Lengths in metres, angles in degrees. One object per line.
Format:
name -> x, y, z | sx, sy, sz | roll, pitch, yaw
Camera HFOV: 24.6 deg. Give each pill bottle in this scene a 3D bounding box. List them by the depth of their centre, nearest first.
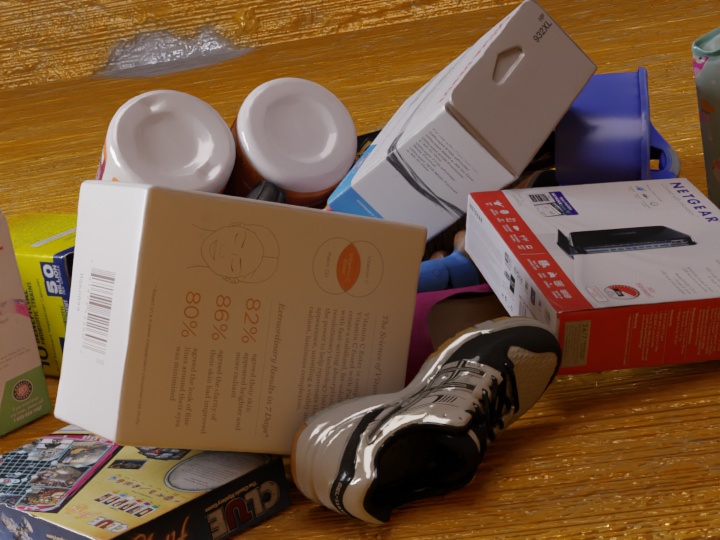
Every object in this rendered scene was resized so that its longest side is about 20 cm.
pill bottle -> -0.186, -0.060, 1.484 | 0.113, 0.115, 0.200 | -18, -22, -27
pill bottle -> -0.083, -0.082, 1.523 | 0.111, 0.113, 0.200 | -18, -18, -27

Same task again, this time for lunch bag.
lunch bag -> 0.378, -0.146, 1.457 | 0.121, 0.172, 0.200 | 2, 23, 33

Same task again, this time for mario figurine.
mario figurine -> 0.000, 0.000, 1.292 | 0.198, 0.124, 0.106 | -13, 40, -29

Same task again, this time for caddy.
caddy -> 0.216, -0.089, 1.386 | 0.104, 0.143, 0.200 | 1, 27, 8

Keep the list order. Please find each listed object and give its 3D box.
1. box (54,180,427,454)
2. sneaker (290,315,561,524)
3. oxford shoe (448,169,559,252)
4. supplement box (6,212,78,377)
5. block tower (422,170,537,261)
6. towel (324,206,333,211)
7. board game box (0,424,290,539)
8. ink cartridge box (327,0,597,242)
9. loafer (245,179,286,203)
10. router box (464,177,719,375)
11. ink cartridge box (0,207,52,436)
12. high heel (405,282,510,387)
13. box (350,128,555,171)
box -> -0.075, 0.032, 1.036 | 0.198, 0.154, 0.106 | 8, 0, -32
sneaker -> 0.058, 0.098, 1.005 | 0.199, 0.076, 0.087 | -29, 28, -25
oxford shoe -> 0.129, -0.040, 1.449 | 0.071, 0.072, 0.200 | -7, 16, 32
supplement box -> -0.265, 0.019, 1.423 | 0.199, 0.110, 0.109 | 3, 20, 43
block tower -> 0.090, -0.042, 1.508 | 0.057, 0.055, 0.199 | 3, 20, 44
towel -> -0.021, -0.037, 1.476 | 0.199, 0.030, 0.146 | -29, -5, -24
board game box -> -0.158, 0.141, 1.045 | 0.135, 0.035, 0.199 | -22, 19, -37
ink cartridge box -> 0.080, -0.109, 1.335 | 0.145, 0.084, 0.200 | -52, 9, -33
loafer -> -0.133, -0.014, 1.367 | 0.200, 0.072, 0.073 | -53, 11, -35
router box -> 0.187, -0.001, 1.170 | 0.177, 0.049, 0.200 | -5, 27, -14
ink cartridge box -> -0.315, 0.030, 1.236 | 0.067, 0.202, 0.117 | 3, 19, 41
high heel -> 0.088, 0.037, 1.179 | 0.096, 0.068, 0.199 | -12, 7, 40
box -> 0.100, -0.113, 1.587 | 0.198, 0.050, 0.198 | -15, -11, 14
